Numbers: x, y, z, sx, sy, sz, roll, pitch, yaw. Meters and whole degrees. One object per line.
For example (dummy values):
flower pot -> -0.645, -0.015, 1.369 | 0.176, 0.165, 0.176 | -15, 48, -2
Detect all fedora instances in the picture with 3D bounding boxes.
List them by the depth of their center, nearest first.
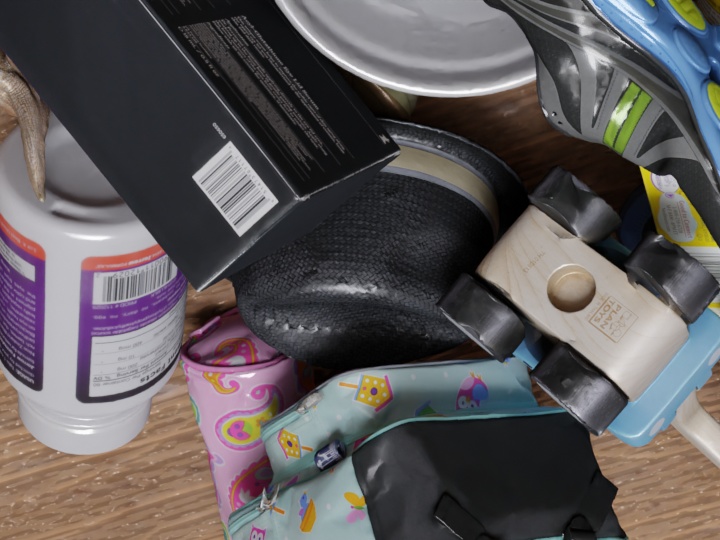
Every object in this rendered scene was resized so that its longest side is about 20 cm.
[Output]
fedora -> 0.000, 0.000, 0.934 | 0.200, 0.092, 0.201 | 1, 144, 1

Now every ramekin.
ramekin -> 0.046, -0.199, 0.835 | 0.200, 0.105, 0.200 | 3, 125, 4

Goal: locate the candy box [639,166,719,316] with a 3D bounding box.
candy box -> 0.203, -0.040, 0.869 | 0.102, 0.026, 0.200 | -1, 140, 22

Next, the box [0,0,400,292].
box -> -0.088, -0.102, 0.806 | 0.079, 0.141, 0.200 | -40, 87, 26

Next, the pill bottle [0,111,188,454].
pill bottle -> -0.155, 0.012, 0.951 | 0.111, 0.112, 0.200 | 8, 134, -4

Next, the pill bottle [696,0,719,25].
pill bottle -> 0.236, -0.115, 0.873 | 0.113, 0.113, 0.200 | -11, 140, 6

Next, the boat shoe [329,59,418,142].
boat shoe -> -0.045, -0.151, 0.914 | 0.073, 0.063, 0.200 | -26, 114, 39

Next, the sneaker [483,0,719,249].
sneaker -> 0.134, -0.083, 0.783 | 0.200, 0.071, 0.083 | 51, 135, 2

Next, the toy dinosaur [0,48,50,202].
toy dinosaur -> -0.219, -0.120, 0.880 | 0.200, 0.136, 0.086 | 43, 78, 0

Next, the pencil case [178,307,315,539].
pencil case -> -0.060, 0.123, 1.039 | 0.087, 0.087, 0.200 | -6, 119, 3

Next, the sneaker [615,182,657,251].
sneaker -> 0.246, 0.001, 0.975 | 0.200, 0.082, 0.074 | 20, 118, -9

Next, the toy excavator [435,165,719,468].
toy excavator -> 0.158, 0.055, 0.900 | 0.194, 0.200, 0.100 | 39, 89, 25

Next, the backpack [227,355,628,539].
backpack -> 0.020, 0.136, 0.935 | 0.176, 0.154, 0.200 | -4, 152, -40
